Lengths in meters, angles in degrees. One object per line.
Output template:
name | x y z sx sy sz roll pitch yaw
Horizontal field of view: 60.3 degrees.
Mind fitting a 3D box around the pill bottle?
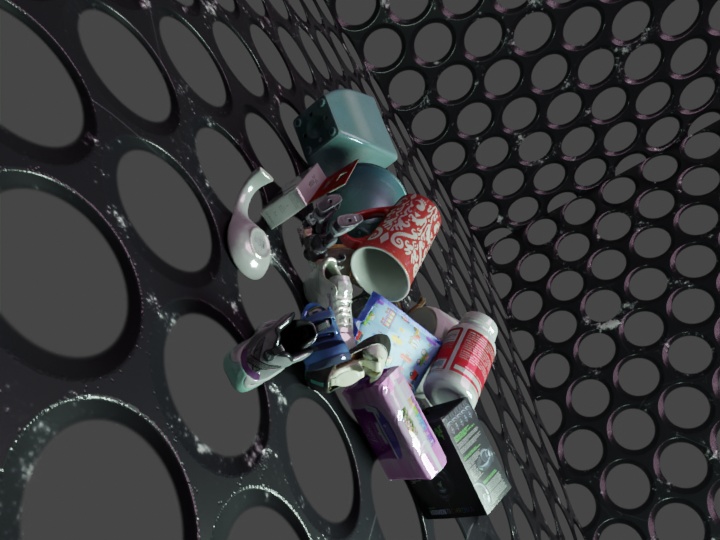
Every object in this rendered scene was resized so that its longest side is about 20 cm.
pill bottle | 0.210 0.184 1.262 0.113 0.110 0.202 54 48 -23

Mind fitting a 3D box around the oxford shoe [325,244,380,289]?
oxford shoe | 0.000 0.000 1.301 0.194 0.073 0.073 16 21 -12

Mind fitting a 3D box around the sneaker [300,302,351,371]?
sneaker | -0.066 0.106 0.997 0.200 0.072 0.085 -154 -126 -75

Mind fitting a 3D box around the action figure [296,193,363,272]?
action figure | -0.068 -0.065 1.201 0.069 0.200 0.132 -30 80 -30

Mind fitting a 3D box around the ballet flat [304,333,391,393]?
ballet flat | -0.004 0.166 1.061 0.196 0.067 0.070 -19 114 -38

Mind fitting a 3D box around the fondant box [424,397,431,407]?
fondant box | 0.202 0.280 1.630 0.146 0.057 0.201 57 18 -17

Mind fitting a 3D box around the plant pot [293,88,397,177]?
plant pot | -0.058 -0.333 1.561 0.198 0.194 0.201 7 56 -57

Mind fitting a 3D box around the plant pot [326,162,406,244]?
plant pot | -0.002 -0.104 1.406 0.201 0.196 0.191 52 36 -28

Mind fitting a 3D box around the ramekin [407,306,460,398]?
ramekin | 0.144 0.175 1.408 0.094 0.201 0.205 39 27 -25

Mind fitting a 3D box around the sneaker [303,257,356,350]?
sneaker | -0.050 0.069 1.136 0.073 0.100 0.204 3 53 -38

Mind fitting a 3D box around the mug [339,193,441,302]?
mug | 0.067 -0.071 1.252 0.178 0.132 0.201 48 50 -14

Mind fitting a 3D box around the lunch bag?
lunch bag | 0.047 0.151 1.219 0.199 0.153 0.093 40 -13 -37

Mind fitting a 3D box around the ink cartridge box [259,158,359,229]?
ink cartridge box | -0.096 -0.171 1.226 0.045 0.173 0.201 55 19 -15

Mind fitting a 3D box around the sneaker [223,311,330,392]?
sneaker | -0.098 0.099 0.896 0.079 0.138 0.200 59 19 -6

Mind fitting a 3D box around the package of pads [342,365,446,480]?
package of pads | 0.060 0.280 1.121 0.075 0.119 0.204 -34 98 -43

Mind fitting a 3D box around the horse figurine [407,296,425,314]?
horse figurine | 0.165 0.161 1.623 0.051 0.129 0.203 71 -1 -45

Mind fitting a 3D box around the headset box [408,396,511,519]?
headset box | 0.162 0.356 1.190 0.092 0.173 0.204 -24 87 -42

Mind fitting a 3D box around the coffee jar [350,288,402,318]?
coffee jar | 0.032 0.088 1.370 0.106 0.084 0.200 59 19 0

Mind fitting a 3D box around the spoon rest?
spoon rest | -0.187 -0.078 1.057 0.099 0.059 0.205 41 41 -46
